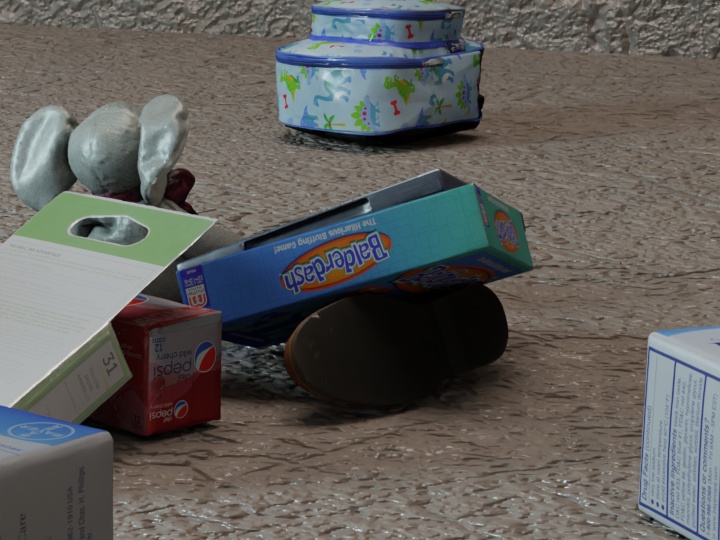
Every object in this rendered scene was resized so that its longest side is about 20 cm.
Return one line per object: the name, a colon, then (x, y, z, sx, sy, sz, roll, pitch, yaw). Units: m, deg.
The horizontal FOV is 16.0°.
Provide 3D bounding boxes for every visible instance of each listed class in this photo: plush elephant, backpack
plush elephant: (-0.164, -0.058, 1.871, 0.164, 0.156, 0.200, 8, 13, 27)
backpack: (0.011, -0.210, 2.661, 0.182, 0.148, 0.199, 8, 16, 37)

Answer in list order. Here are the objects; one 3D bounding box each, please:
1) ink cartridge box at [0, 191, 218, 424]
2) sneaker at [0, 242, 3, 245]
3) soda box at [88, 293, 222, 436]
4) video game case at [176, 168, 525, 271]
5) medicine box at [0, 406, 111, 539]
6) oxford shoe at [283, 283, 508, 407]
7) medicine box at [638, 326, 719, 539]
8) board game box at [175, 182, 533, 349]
ink cartridge box: (-0.188, 0.033, 1.504, 0.145, 0.048, 0.200, 11, 41, 41)
sneaker: (-0.279, -0.014, 1.749, 0.080, 0.116, 0.199, -11, 17, -43)
soda box: (-0.174, 0.047, 1.580, 0.199, 0.071, 0.063, 12, 15, 43)
video game case: (-0.005, -0.015, 1.731, 0.199, 0.019, 0.143, -20, -19, 21)
medicine box: (-0.236, 0.120, 1.100, 0.181, 0.104, 0.199, 10, 14, 36)
oxford shoe: (0.011, 0.053, 1.625, 0.071, 0.072, 0.199, -14, -5, 38)
medicine box: (0.270, 0.094, 1.326, 0.181, 0.104, 0.200, -4, 14, -24)
board game box: (0.000, 0.000, 1.646, 0.199, 0.045, 0.152, -17, -10, 13)
